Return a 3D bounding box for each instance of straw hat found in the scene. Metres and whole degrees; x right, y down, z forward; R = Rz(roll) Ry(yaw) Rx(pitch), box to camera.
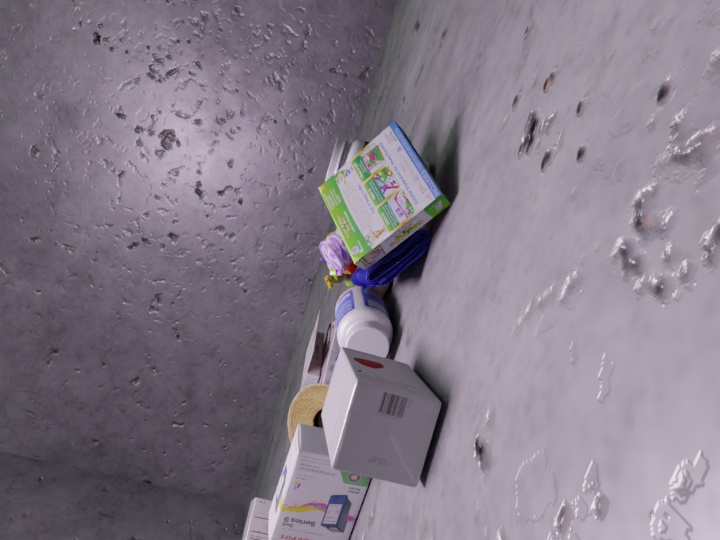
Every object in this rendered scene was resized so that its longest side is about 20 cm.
[{"bbox_3d":[-0.048,0.323,1.168,0.085,0.200,0.203,-3,-64,-55],"label":"straw hat"}]

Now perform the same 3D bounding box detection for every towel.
[{"bbox_3d":[0.058,-0.015,1.125,0.147,0.050,0.200,-37,5,-9],"label":"towel"}]

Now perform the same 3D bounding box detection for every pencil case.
[{"bbox_3d":[0.001,-0.078,1.274,0.199,0.086,0.084,-39,6,-17],"label":"pencil case"}]

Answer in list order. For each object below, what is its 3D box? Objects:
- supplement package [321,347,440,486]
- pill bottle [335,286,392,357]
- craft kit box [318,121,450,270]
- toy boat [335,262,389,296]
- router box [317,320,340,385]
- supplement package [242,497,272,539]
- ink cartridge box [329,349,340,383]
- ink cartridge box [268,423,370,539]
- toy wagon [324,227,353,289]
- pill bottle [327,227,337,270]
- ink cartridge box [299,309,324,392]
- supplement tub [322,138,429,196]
[{"bbox_3d":[0.021,0.202,0.833,0.200,0.120,0.121,-149,75,-80],"label":"supplement package"},{"bbox_3d":[0.006,0.114,1.154,0.200,0.111,0.113,-102,29,-72],"label":"pill bottle"},{"bbox_3d":[0.036,-0.137,1.045,0.197,0.048,0.201,-36,56,15],"label":"craft kit box"},{"bbox_3d":[0.000,0.000,1.325,0.131,0.129,0.201,114,168,-46],"label":"toy boat"},{"bbox_3d":[-0.079,0.247,1.655,0.179,0.048,0.202,141,144,-75],"label":"router box"},{"bbox_3d":[-0.313,0.852,1.844,0.121,0.118,0.202,124,160,-59],"label":"supplement package"},{"bbox_3d":[-0.051,0.283,1.464,0.119,0.042,0.202,-141,68,-80],"label":"ink cartridge box"},{"bbox_3d":[-0.073,0.399,1.043,0.088,0.144,0.202,-109,37,-70],"label":"ink cartridge box"},{"bbox_3d":[-0.038,-0.034,1.413,0.201,0.039,0.156,-70,-32,-44],"label":"toy wagon"},{"bbox_3d":[-0.036,-0.069,1.721,0.200,0.113,0.115,121,162,-59],"label":"pill bottle"},{"bbox_3d":[-0.131,0.242,1.687,0.201,0.043,0.175,-87,15,-59],"label":"ink cartridge box"},{"bbox_3d":[0.031,-0.186,1.196,0.145,0.198,0.146,-164,90,-86],"label":"supplement tub"}]
